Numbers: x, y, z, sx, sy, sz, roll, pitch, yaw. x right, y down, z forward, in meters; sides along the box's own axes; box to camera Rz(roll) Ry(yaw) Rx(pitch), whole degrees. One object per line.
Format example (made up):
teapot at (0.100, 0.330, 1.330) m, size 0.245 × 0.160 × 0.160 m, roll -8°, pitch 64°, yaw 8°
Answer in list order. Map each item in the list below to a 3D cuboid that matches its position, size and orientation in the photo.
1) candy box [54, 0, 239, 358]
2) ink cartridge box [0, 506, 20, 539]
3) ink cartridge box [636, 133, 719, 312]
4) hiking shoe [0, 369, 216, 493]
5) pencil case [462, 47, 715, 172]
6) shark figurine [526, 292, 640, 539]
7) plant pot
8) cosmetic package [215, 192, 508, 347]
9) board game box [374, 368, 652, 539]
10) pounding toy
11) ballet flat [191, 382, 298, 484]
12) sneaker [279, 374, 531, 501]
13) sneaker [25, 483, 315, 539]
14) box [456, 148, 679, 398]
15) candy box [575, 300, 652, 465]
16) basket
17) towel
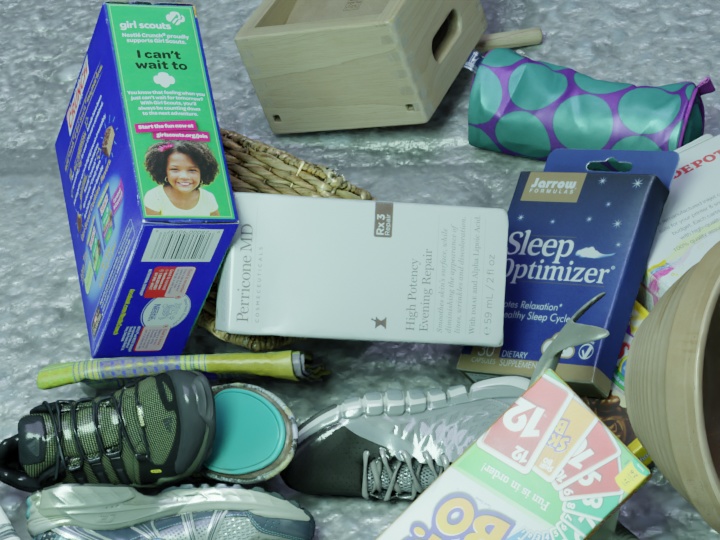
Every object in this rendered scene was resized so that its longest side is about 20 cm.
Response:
candy box at (-0.158, -0.065, 1.472) m, size 0.076 × 0.169 × 0.201 m, roll 0°, pitch 55°, yaw -23°
ink cartridge box at (-0.249, 0.222, 1.312) m, size 0.084 × 0.145 × 0.200 m, roll -24°, pitch 43°, yaw -18°
ink cartridge box at (0.273, 0.000, 1.521) m, size 0.144 × 0.085 × 0.200 m, roll -25°, pitch 44°, yaw -17°
hiking shoe at (-0.181, 0.120, 1.397) m, size 0.100 × 0.199 × 0.076 m, roll 0°, pitch 70°, yaw -45°
pencil case at (0.185, -0.131, 1.686) m, size 0.199 × 0.085 × 0.093 m, roll 14°, pitch 74°, yaw 23°
shark figurine at (0.145, 0.134, 1.379) m, size 0.127 × 0.216 × 0.089 m, roll -20°, pitch -8°, yaw 22°
plant pot at (0.234, 0.074, 1.306) m, size 0.092 × 0.202 × 0.201 m, roll -2°, pitch 35°, yaw 43°
cosmetic package at (0.000, 0.000, 1.444) m, size 0.198 × 0.103 × 0.074 m, roll 2°, pitch -1°, yaw -10°
board game box at (0.085, 0.167, 1.318) m, size 0.200 × 0.030 × 0.096 m, roll -45°, pitch 74°, yaw 4°
pounding toy at (0.030, -0.204, 1.783) m, size 0.183 × 0.143 × 0.200 m, roll -2°, pitch 36°, yaw 30°
ballet flat at (-0.098, 0.117, 1.438) m, size 0.199 × 0.072 × 0.072 m, roll 0°, pitch 36°, yaw 45°
sneaker at (0.048, 0.140, 1.410) m, size 0.198 × 0.075 × 0.116 m, roll -14°, pitch 43°, yaw -7°
sneaker at (-0.129, 0.193, 1.396) m, size 0.198 × 0.078 × 0.087 m, roll 1°, pitch 78°, yaw -11°
box at (0.154, -0.008, 1.500) m, size 0.121 × 0.032 × 0.201 m, roll 3°, pitch 64°, yaw 39°
candy box at (0.170, 0.061, 1.491) m, size 0.102 × 0.026 × 0.200 m, roll -38°, pitch 46°, yaw -4°
basket at (-0.077, -0.013, 1.582) m, size 0.199 × 0.143 × 0.150 m, roll 22°, pitch 84°, yaw 39°
towel at (-0.126, 0.074, 1.493) m, size 0.198 × 0.023 × 0.144 m, roll -3°, pitch -3°, yaw 5°
